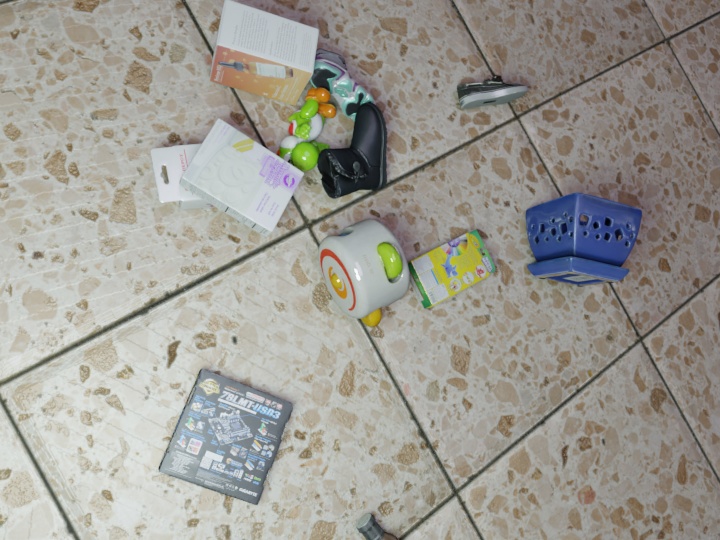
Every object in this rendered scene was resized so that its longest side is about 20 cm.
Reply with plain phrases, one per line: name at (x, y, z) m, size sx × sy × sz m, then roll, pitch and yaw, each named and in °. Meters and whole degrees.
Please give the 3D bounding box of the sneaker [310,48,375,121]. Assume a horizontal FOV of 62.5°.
sneaker at (-0.039, -0.439, 1.363) m, size 0.200 × 0.077 × 0.141 m, roll 35°, pitch 34°, yaw -39°

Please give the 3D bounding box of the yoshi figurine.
yoshi figurine at (-0.107, -0.290, 1.288) m, size 0.112 × 0.112 × 0.201 m, roll 31°, pitch 73°, yaw -19°

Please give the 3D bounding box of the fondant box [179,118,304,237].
fondant box at (-0.232, -0.181, 1.170) m, size 0.199 × 0.058 × 0.145 m, roll 31°, pitch 71°, yaw -16°

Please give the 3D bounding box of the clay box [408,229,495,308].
clay box at (0.210, -0.006, 1.376) m, size 0.199 × 0.048 × 0.116 m, roll -25°, pitch 88°, yaw -24°

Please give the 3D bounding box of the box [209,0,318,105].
box at (-0.207, -0.456, 1.259) m, size 0.198 × 0.152 × 0.107 m, roll 11°, pitch 76°, yaw -17°

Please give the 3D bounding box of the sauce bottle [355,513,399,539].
sauce bottle at (0.066, 0.578, 1.189) m, size 0.065 × 0.065 × 0.201 m, roll -39°, pitch 95°, yaw -23°

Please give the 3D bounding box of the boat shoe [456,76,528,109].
boat shoe at (0.337, -0.460, 1.507) m, size 0.198 × 0.071 × 0.064 m, roll -13°, pitch 85°, yaw -21°

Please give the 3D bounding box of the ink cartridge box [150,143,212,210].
ink cartridge box at (-0.317, -0.193, 1.207) m, size 0.198 × 0.068 × 0.116 m, roll -10°, pitch 83°, yaw -23°

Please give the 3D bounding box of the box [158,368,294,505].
box at (-0.252, 0.317, 1.135) m, size 0.199 × 0.050 × 0.200 m, roll 24°, pitch 71°, yaw -14°

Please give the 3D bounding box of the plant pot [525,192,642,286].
plant pot at (0.527, -0.064, 1.430) m, size 0.198 × 0.200 × 0.182 m, roll 11°, pitch 80°, yaw -18°

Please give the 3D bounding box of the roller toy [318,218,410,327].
roller toy at (0.000, 0.000, 1.226) m, size 0.139 × 0.201 × 0.183 m, roll -25°, pitch 53°, yaw -23°

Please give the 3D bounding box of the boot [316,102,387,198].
boot at (-0.019, -0.262, 1.286) m, size 0.167 × 0.076 × 0.202 m, roll -15°, pitch 103°, yaw -47°
